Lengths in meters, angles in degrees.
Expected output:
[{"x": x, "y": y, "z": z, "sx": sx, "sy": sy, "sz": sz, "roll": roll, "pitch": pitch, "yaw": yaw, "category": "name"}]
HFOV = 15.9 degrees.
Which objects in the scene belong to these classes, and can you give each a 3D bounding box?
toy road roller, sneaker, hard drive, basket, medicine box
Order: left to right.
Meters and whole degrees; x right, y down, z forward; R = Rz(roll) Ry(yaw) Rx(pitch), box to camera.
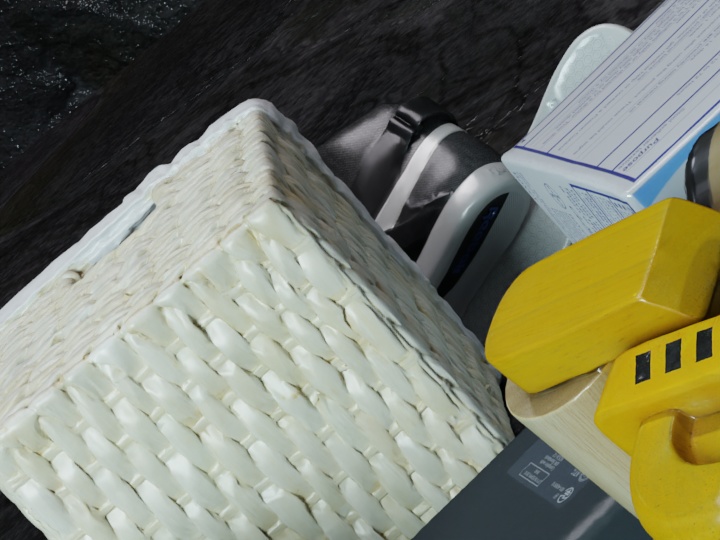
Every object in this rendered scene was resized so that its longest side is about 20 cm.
[{"x": -0.055, "y": 0.063, "z": 1.216, "sx": 0.198, "sy": 0.200, "sz": 0.161, "roll": -40, "pitch": 16, "yaw": 6, "category": "basket"}, {"x": 0.000, "y": 0.000, "z": 1.354, "sx": 0.073, "sy": 0.112, "sz": 0.200, "roll": 10, "pitch": -60, "yaw": -53, "category": "sneaker"}, {"x": 0.083, "y": 0.099, "z": 1.069, "sx": 0.200, "sy": 0.033, "sz": 0.140, "roll": -43, "pitch": 14, "yaw": -5, "category": "hard drive"}, {"x": 0.110, "y": -0.040, "z": 1.372, "sx": 0.200, "sy": 0.071, "sz": 0.099, "roll": -58, "pitch": -22, "yaw": 19, "category": "sneaker"}, {"x": 0.130, "y": 0.059, "z": 0.888, "sx": 0.200, "sy": 0.123, "sz": 0.146, "roll": -25, "pitch": 33, "yaw": 49, "category": "toy road roller"}, {"x": 0.182, "y": -0.068, "z": 1.152, "sx": 0.182, "sy": 0.103, "sz": 0.200, "roll": -43, "pitch": 14, "yaw": -4, "category": "medicine box"}]

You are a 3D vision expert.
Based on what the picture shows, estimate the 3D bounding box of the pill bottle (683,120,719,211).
[{"x": 0.227, "y": -0.048, "z": 0.950, "sx": 0.200, "sy": 0.112, "sz": 0.112, "roll": -32, "pitch": 17, "yaw": 36, "category": "pill bottle"}]
